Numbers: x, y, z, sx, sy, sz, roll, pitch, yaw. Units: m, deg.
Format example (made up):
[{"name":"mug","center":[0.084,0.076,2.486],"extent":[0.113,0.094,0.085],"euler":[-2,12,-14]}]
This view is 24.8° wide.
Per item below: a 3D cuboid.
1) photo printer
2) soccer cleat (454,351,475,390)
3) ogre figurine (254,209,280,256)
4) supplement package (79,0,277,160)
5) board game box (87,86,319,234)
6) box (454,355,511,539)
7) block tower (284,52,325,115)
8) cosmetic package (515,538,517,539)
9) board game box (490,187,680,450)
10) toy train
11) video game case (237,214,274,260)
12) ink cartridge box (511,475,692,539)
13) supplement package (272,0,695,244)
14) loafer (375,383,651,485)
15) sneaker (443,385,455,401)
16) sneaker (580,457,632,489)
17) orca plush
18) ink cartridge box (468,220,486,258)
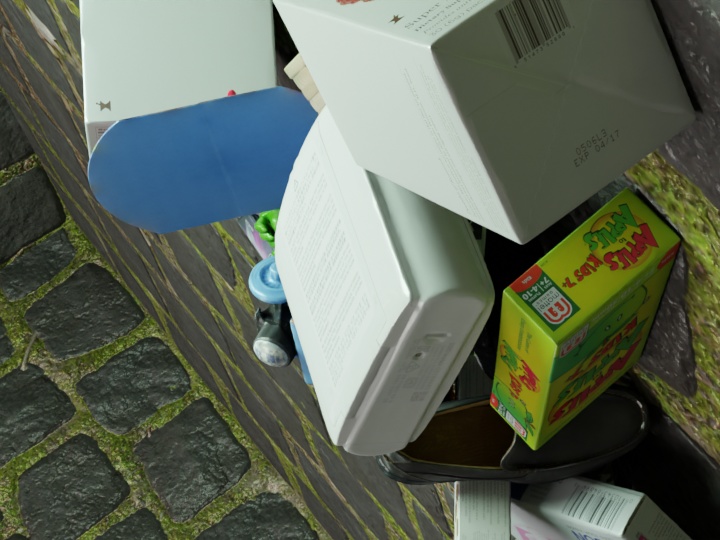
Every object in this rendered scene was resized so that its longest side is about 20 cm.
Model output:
[{"name":"photo printer","center":[0.006,-0.009,1.045],"extent":[0.167,0.069,0.200],"euler":[115,146,-43]},{"name":"soccer cleat","center":[0.125,0.083,1.348],"extent":[0.083,0.065,0.200],"euler":[24,160,2]},{"name":"ogre figurine","center":[0.019,-0.001,1.344],"extent":[0.200,0.098,0.120],"euler":[53,149,0]},{"name":"supplement package","center":[-0.152,-0.166,1.348],"extent":[0.200,0.150,0.152],"euler":[122,145,-77]},{"name":"board game box","center":[-0.108,-0.096,1.242],"extent":[0.158,0.199,0.039],"euler":[74,-176,-60]},{"name":"box","center":[0.090,0.159,1.207],"extent":[0.039,0.041,0.201],"euler":[94,178,-59]},{"name":"block tower","center":[0.034,-0.086,1.166],"extent":[0.200,0.054,0.058],"euler":[54,132,4]},{"name":"cosmetic package","center":[0.215,0.299,1.417],"extent":[0.200,0.071,0.101],"euler":[53,-157,6]},{"name":"board game box","center":[0.138,0.036,1.036],"extent":[0.048,0.102,0.200],"euler":[46,165,19]},{"name":"toy train","center":[0.000,0.000,1.198],"extent":[0.114,0.200,0.087],"euler":[16,141,22]},{"name":"video game case","center":[-0.018,0.034,1.425],"extent":[0.143,0.019,0.200],"euler":[31,-164,-44]},{"name":"ink cartridge box","center":[0.197,0.220,1.243],"extent":[0.200,0.043,0.196],"euler":[45,161,-26]},{"name":"supplement package","center":[0.060,-0.116,0.883],"extent":[0.120,0.121,0.200],"euler":[61,165,-26]},{"name":"loafer","center":[0.109,0.117,1.155],"extent":[0.072,0.199,0.073],"euler":[75,-176,-83]},{"name":"sneaker","center":[0.031,0.108,1.282],"extent":[0.200,0.092,0.076],"euler":[55,-148,-51]},{"name":"sneaker","center":[0.183,0.145,1.286],"extent":[0.082,0.077,0.200],"euler":[25,163,3]},{"name":"orca plush","center":[0.103,0.012,1.096],"extent":[0.071,0.105,0.200],"euler":[-77,1,-50]},{"name":"ink cartridge box","center":[0.050,-0.080,1.074],"extent":[0.099,0.039,0.201],"euler":[-151,62,-64]}]
